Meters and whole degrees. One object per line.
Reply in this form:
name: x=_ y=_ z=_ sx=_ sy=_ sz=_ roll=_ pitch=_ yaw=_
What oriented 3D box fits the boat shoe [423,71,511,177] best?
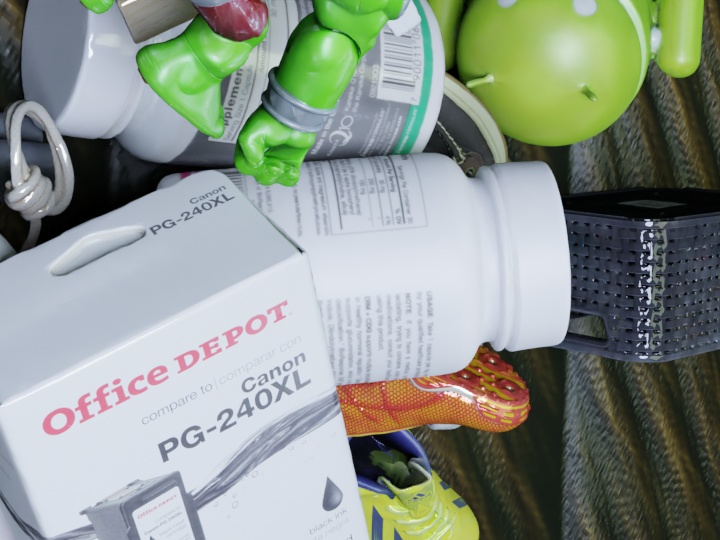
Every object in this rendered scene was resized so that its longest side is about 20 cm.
boat shoe: x=0.050 y=-0.061 z=0.985 sx=0.066 sy=0.071 sz=0.201 roll=-60 pitch=147 yaw=-12

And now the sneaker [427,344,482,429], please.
sneaker: x=0.020 y=0.026 z=0.983 sx=0.113 sy=0.076 sz=0.201 roll=-3 pitch=137 yaw=-6

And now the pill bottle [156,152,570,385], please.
pill bottle: x=0.000 y=0.000 z=0.817 sx=0.198 sy=0.113 sz=0.114 roll=-5 pitch=103 yaw=-5

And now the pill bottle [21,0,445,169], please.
pill bottle: x=-0.065 y=-0.108 z=0.832 sx=0.199 sy=0.113 sz=0.114 roll=5 pitch=93 yaw=-31

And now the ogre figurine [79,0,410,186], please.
ogre figurine: x=-0.053 y=-0.132 z=0.647 sx=0.119 sy=0.098 sz=0.201 roll=-33 pitch=103 yaw=12

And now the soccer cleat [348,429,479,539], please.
soccer cleat: x=0.023 y=0.137 z=0.994 sx=0.200 sy=0.083 sz=0.065 roll=46 pitch=66 yaw=-38

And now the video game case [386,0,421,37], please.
video game case: x=-0.037 y=-0.218 z=0.810 sx=0.018 sy=0.200 sz=0.143 roll=-32 pitch=131 yaw=4

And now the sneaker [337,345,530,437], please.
sneaker: x=-0.002 y=0.063 z=0.898 sx=0.073 sy=0.198 sz=0.078 roll=-41 pitch=140 yaw=-64

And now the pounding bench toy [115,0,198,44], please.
pounding bench toy: x=-0.124 y=-0.216 z=0.735 sx=0.123 sy=0.156 sz=0.201 roll=-17 pitch=112 yaw=-7

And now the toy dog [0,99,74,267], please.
toy dog: x=-0.168 y=0.029 z=0.759 sx=0.132 sy=0.096 sz=0.201 roll=-78 pitch=150 yaw=-47

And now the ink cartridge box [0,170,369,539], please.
ink cartridge box: x=-0.086 y=0.079 z=0.710 sx=0.145 sy=0.083 sz=0.201 roll=-27 pitch=131 yaw=-19

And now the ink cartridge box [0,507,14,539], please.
ink cartridge box: x=-0.212 y=0.136 z=0.774 sx=0.199 sy=0.067 sz=0.118 roll=28 pitch=75 yaw=-43

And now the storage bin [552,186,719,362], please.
storage bin: x=0.205 y=-0.003 z=1.114 sx=0.199 sy=0.135 sz=0.095 roll=-7 pitch=102 yaw=-44

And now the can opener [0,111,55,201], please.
can opener: x=-0.233 y=-0.049 z=0.745 sx=0.199 sy=0.053 sz=0.067 roll=-4 pitch=131 yaw=-43

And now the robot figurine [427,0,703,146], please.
robot figurine: x=0.126 y=-0.152 z=1.003 sx=0.200 sy=0.174 sz=0.117 roll=-60 pitch=151 yaw=-54
